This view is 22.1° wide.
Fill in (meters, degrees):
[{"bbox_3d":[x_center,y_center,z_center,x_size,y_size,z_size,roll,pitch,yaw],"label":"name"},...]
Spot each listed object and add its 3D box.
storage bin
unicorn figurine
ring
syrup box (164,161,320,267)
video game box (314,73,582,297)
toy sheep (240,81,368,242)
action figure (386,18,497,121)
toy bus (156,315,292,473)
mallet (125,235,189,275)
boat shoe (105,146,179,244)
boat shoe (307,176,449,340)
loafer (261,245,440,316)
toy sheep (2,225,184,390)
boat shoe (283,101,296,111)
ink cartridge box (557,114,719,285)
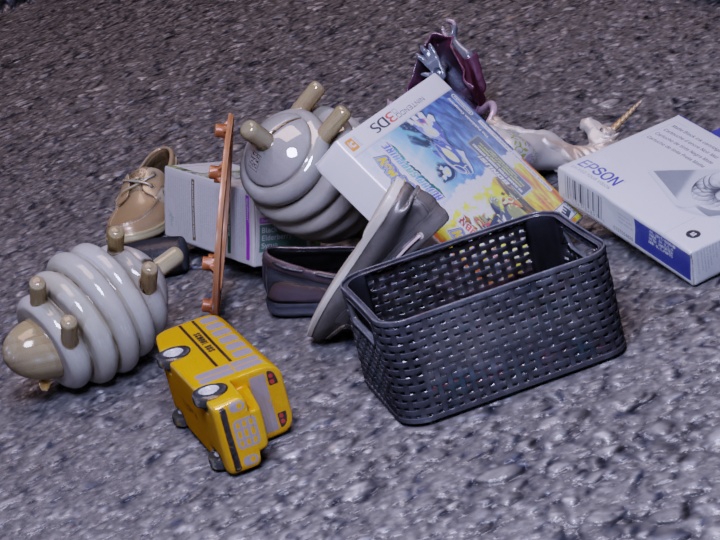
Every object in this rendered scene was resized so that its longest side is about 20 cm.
[{"bbox_3d":[0.099,0.036,1.503,0.200,0.094,0.135,-19,21,-11],"label":"storage bin"},{"bbox_3d":[0.177,-0.131,1.913,0.137,0.074,0.200,21,33,38],"label":"unicorn figurine"},{"bbox_3d":[-0.135,-0.048,1.735,0.019,0.201,0.200,5,20,-3],"label":"ring"},{"bbox_3d":[-0.124,-0.060,1.902,0.079,0.082,0.200,-7,15,-32],"label":"syrup box"},{"bbox_3d":[0.084,-0.071,1.672,0.182,0.200,0.047,-40,-8,-46],"label":"video game box"},{"bbox_3d":[-0.045,-0.097,1.744,0.138,0.200,0.138,-22,52,32],"label":"toy sheep"},{"bbox_3d":[0.117,-0.205,2.115,0.149,0.134,0.200,32,7,15],"label":"action figure"},{"bbox_3d":[-0.114,0.099,1.523,0.078,0.065,0.200,-19,20,-16],"label":"toy bus"},{"bbox_3d":[-0.209,0.019,1.848,0.066,0.041,0.200,-11,25,2],"label":"mallet"},{"bbox_3d":[-0.249,-0.084,2.096,0.071,0.065,0.200,-10,21,13],"label":"boat shoe"},{"bbox_3d":[0.012,0.004,1.597,0.057,0.200,0.067,30,41,-1],"label":"boat shoe"},{"bbox_3d":[0.000,0.000,1.706,0.200,0.063,0.072,-7,22,19],"label":"loafer"},{"bbox_3d":[-0.239,0.034,1.682,0.200,0.138,0.138,-31,25,-25],"label":"toy sheep"},{"bbox_3d":[-0.024,-0.144,2.005,0.073,0.063,0.200,13,4,33],"label":"boat shoe"},{"bbox_3d":[0.315,-0.078,1.666,0.200,0.041,0.200,-23,36,-22],"label":"ink cartridge box"}]
